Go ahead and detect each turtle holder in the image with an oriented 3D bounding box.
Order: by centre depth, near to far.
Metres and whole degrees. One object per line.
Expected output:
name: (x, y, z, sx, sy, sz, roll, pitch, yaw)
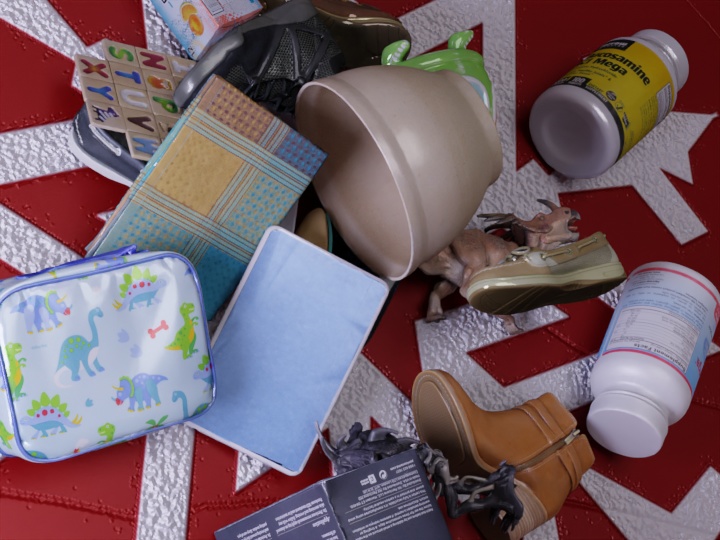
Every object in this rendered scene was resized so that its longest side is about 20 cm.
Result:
turtle holder: (0.057, -0.156, 1.579, 0.185, 0.141, 0.132, -9, 75, -47)

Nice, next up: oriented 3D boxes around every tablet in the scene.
tablet: (-0.070, 0.073, 1.422, 0.130, 0.014, 0.200, 27, 82, -10)

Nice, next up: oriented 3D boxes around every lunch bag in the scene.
lunch bag: (-0.226, 0.067, 1.319, 0.200, 0.082, 0.161, -15, 98, -33)

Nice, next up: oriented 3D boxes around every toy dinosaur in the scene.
toy dinosaur: (0.125, -0.015, 1.604, 0.200, 0.086, 0.136, 7, 67, -26)

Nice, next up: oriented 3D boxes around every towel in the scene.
towel: (-0.137, -0.060, 1.400, 0.147, 0.022, 0.200, 33, 94, -35)

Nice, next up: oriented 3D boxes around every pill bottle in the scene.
pill bottle: (0.310, 0.096, 1.658, 0.109, 0.109, 0.200, 37, 55, -14)
pill bottle: (0.289, -0.196, 1.766, 0.112, 0.112, 0.200, 53, 52, -3)

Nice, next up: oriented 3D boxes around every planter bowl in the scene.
planter bowl: (0.047, -0.108, 1.451, 0.135, 0.200, 0.200, -26, 85, -20)

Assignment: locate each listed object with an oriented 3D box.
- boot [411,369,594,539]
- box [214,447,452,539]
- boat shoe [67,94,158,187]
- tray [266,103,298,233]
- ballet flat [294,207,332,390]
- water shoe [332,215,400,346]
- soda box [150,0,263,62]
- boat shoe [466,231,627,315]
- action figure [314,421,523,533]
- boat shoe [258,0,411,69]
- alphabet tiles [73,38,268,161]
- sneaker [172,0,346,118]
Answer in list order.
boot: (0.144, 0.158, 1.550, 0.155, 0.074, 0.200, -35, 103, -37)
box: (-0.009, 0.271, 1.319, 0.104, 0.200, 0.182, -14, 79, -37)
boat shoe: (-0.174, -0.097, 1.440, 0.200, 0.060, 0.076, 22, 56, -13)
tray: (-0.108, -0.123, 1.526, 0.107, 0.022, 0.200, 13, 63, -12)
ballet flat: (-0.058, 0.030, 1.477, 0.063, 0.069, 0.200, 4, 66, -16)
water shoe: (0.000, 0.000, 1.537, 0.079, 0.072, 0.200, 25, 53, 6)
soda box: (-0.185, -0.308, 1.526, 0.064, 0.068, 0.200, -31, 83, -38)
boat shoe: (0.179, -0.002, 1.536, 0.200, 0.073, 0.063, -7, 69, -35)
action figure: (0.045, 0.200, 1.418, 0.200, 0.119, 0.102, 15, 96, -13)
boat shoe: (-0.048, -0.254, 1.610, 0.200, 0.072, 0.068, 7, 33, -22)
alphabet tiles: (-0.166, -0.149, 1.449, 0.200, 0.006, 0.167, 10, 40, -31)
sneaker: (-0.085, -0.181, 1.481, 0.114, 0.076, 0.199, 51, 45, 4)
